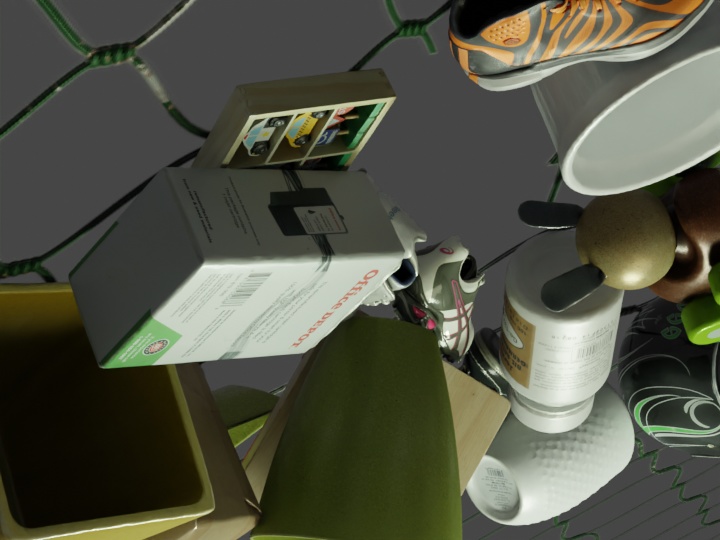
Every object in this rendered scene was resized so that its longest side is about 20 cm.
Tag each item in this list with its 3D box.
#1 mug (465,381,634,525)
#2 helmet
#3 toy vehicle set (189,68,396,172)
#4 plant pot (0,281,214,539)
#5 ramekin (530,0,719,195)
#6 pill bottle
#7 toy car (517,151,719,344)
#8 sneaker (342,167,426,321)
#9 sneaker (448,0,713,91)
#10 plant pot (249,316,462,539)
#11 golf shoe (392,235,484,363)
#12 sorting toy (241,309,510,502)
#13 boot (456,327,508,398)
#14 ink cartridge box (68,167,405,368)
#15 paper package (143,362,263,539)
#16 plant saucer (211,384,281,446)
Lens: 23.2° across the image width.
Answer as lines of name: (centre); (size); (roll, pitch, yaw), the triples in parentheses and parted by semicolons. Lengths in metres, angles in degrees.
mug: (0.186, 0.203, 2.028); (0.175, 0.199, 0.149); (-30, 124, -39)
helmet: (0.388, 0.116, 2.006); (0.199, 0.202, 0.190); (-9, -177, -35)
toy vehicle set: (-0.067, -0.074, 1.300); (0.123, 0.027, 0.200); (-12, 155, -32)
plant pot: (-0.266, 0.140, 1.364); (0.193, 0.197, 0.200); (-1, 155, -46)
ramekin: (0.224, -0.153, 1.342); (0.199, 0.098, 0.201); (-22, 158, -10)
pill bottle: (0.193, 0.066, 1.726); (0.113, 0.115, 0.201); (-19, 142, -15)
toy car: (0.246, -0.022, 1.600); (0.198, 0.166, 0.158); (-9, 155, -13)
sneaker: (0.000, 0.000, 1.439); (0.075, 0.087, 0.200); (-49, 170, -23)
sneaker: (0.153, -0.189, 1.200); (0.199, 0.078, 0.112); (-24, 159, 6)
plant pot: (0.010, 0.149, 1.537); (0.185, 0.202, 0.187); (8, 165, 2)
golf shoe: (0.085, 0.028, 1.639); (0.088, 0.077, 0.200); (-39, 160, 4)
sorting toy: (0.005, 0.158, 1.653); (0.201, 0.198, 0.070); (-60, -163, -3)
boot: (0.104, 0.140, 1.900); (0.153, 0.074, 0.204); (-33, 162, 4)
ink cartridge box: (-0.089, -0.002, 1.288); (0.199, 0.084, 0.147); (-1, 148, -45)
paper package: (-0.212, 0.179, 1.495); (0.199, 0.192, 0.103); (-34, 160, 23)
plant saucer: (-0.191, 0.175, 1.662); (0.199, 0.048, 0.200); (-38, 169, 29)
